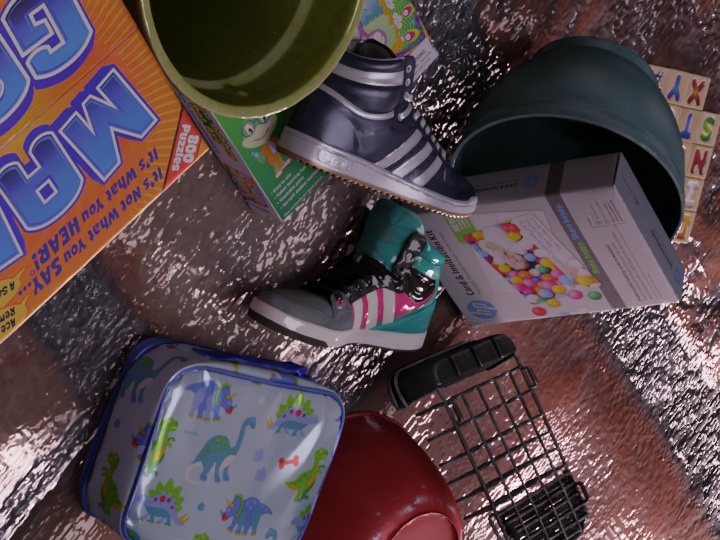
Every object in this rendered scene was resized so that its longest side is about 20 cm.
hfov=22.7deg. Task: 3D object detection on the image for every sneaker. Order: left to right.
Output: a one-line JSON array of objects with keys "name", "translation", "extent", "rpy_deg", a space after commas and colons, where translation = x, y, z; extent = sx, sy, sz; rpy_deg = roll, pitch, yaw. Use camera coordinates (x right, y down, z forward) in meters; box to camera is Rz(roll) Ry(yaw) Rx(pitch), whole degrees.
[{"name": "sneaker", "translation": [0.000, 0.000, 1.459], "extent": [0.200, 0.084, 0.121], "rpy_deg": [5, 108, -51]}, {"name": "sneaker", "translation": [0.033, -0.112, 1.400], "extent": [0.200, 0.070, 0.109], "rpy_deg": [17, 96, -41]}]

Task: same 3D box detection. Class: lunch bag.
[{"name": "lunch bag", "translation": [-0.113, 0.140, 1.414], "extent": [0.200, 0.082, 0.161], "rpy_deg": [14, 97, -44]}]

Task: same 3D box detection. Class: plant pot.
[{"name": "plant pot", "translation": [-0.127, -0.213, 1.188], "extent": [0.200, 0.184, 0.201], "rpy_deg": [-17, 114, -44]}, {"name": "plant pot", "translation": [0.187, -0.113, 1.533], "extent": [0.200, 0.200, 0.134], "rpy_deg": [54, 41, -40]}]

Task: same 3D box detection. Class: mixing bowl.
[{"name": "mixing bowl", "translation": [0.015, 0.233, 1.549], "extent": [0.200, 0.108, 0.201], "rpy_deg": [-16, 115, -37]}]

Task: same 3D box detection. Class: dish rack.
[{"name": "dish rack", "translation": [0.118, 0.156, 1.546], "extent": [0.153, 0.054, 0.201], "rpy_deg": [-18, 81, -53]}]

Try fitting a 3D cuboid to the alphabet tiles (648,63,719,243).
[{"name": "alphabet tiles", "translation": [0.283, -0.096, 1.736], "extent": [0.166, 0.006, 0.201], "rpy_deg": [5, 103, -44]}]

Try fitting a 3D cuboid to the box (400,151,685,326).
[{"name": "box", "translation": [0.153, -0.023, 1.517], "extent": [0.156, 0.199, 0.041], "rpy_deg": [54, 41, -40]}]

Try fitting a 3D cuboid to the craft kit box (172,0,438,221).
[{"name": "craft kit box", "translation": [-0.051, -0.175, 1.379], "extent": [0.200, 0.048, 0.198], "rpy_deg": [-48, 129, -18]}]

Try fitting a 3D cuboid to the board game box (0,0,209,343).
[{"name": "board game box", "translation": [-0.259, -0.105, 1.102], "extent": [0.200, 0.200, 0.200], "rpy_deg": [-45, 130, -19]}]
